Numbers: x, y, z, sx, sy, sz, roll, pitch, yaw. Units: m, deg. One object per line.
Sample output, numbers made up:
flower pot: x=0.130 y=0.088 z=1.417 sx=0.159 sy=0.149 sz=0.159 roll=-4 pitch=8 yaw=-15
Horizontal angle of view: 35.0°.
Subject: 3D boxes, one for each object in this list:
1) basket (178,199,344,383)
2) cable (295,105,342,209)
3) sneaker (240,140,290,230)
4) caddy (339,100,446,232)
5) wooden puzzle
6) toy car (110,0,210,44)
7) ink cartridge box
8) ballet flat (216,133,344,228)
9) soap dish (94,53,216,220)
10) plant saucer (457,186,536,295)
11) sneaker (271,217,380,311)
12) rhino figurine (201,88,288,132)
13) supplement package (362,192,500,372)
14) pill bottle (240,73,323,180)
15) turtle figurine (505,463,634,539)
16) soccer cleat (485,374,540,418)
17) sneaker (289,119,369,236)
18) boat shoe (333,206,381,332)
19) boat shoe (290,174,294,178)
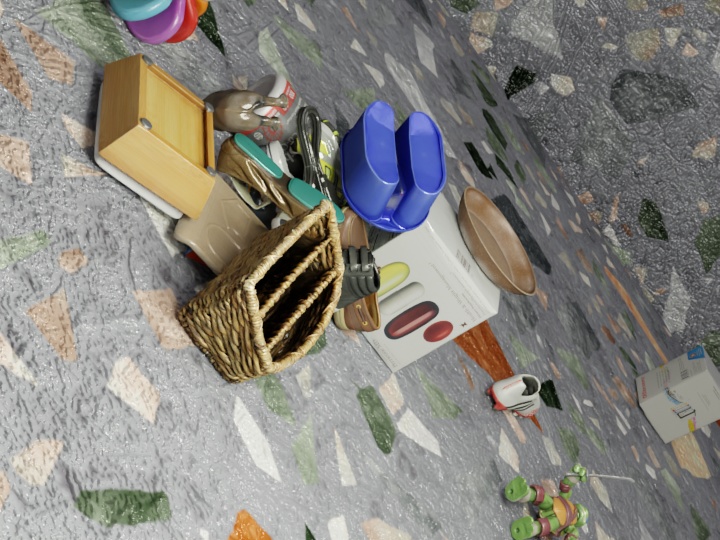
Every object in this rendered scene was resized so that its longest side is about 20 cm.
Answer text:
basket: x=-0.091 y=0.036 z=1.386 sx=0.143 sy=0.149 sz=0.200 roll=55 pitch=43 yaw=-12
cable: x=-0.074 y=-0.134 z=1.656 sx=0.097 sy=0.050 sz=0.201 roll=-29 pitch=104 yaw=-45
sneaker: x=-0.126 y=-0.083 z=1.648 sx=0.078 sy=0.079 sz=0.201 roll=-90 pitch=164 yaw=-76
caddy: x=0.043 y=-0.149 z=1.666 sx=0.141 sy=0.105 sz=0.201 roll=12 pitch=52 yaw=-19
wooden puzzle: x=-0.164 y=-0.020 z=1.524 sx=0.200 sy=0.046 sz=0.185 roll=44 pitch=25 yaw=-20
toy car: x=-0.290 y=-0.402 z=1.642 sx=0.200 sy=0.174 sz=0.151 roll=-22 pitch=117 yaw=-68
ink cartridge box: x=0.844 y=0.325 z=2.981 sx=0.145 sy=0.200 sz=0.147 roll=54 pitch=22 yaw=-14
ballet flat: x=-0.117 y=-0.106 z=1.576 sx=0.200 sy=0.072 sz=0.068 roll=36 pitch=26 yaw=-9
soap dish: x=-0.258 y=-0.176 z=1.458 sx=0.157 sy=0.081 sz=0.200 roll=37 pitch=27 yaw=-34
plant saucer: x=0.210 y=-0.040 z=1.809 sx=0.200 sy=0.037 sz=0.201 roll=46 pitch=25 yaw=-29
sneaker: x=-0.041 y=-0.022 z=1.570 sx=0.200 sy=0.099 sz=0.071 roll=50 pitch=27 yaw=-44
rhino figurine: x=-0.187 y=-0.224 z=1.597 sx=0.087 sy=0.200 sz=0.060 roll=-6 pitch=99 yaw=-34
supplement package: x=0.085 y=0.013 z=1.792 sx=0.191 sy=0.200 sz=0.147 roll=51 pitch=23 yaw=-14
pill bottle: x=-0.103 y=-0.201 z=1.786 sx=0.200 sy=0.116 sz=0.116 roll=45 pitch=25 yaw=-29
turtle figurine: x=0.348 y=0.395 z=1.886 sx=0.193 sy=0.144 sz=0.200 roll=12 pitch=4 yaw=-37
soccer cleat: x=0.306 y=0.229 z=2.126 sx=0.200 sy=0.085 sz=0.069 roll=18 pitch=45 yaw=-58
sneaker: x=-0.046 y=-0.126 z=1.736 sx=0.201 sy=0.076 sz=0.075 roll=67 pitch=-10 yaw=-15
boat shoe: x=0.000 y=0.001 z=1.674 sx=0.072 sy=0.067 sz=0.201 roll=-41 pitch=135 yaw=-51
boat shoe: x=-0.096 y=-0.088 z=1.725 sx=0.200 sy=0.072 sz=0.066 roll=40 pitch=-4 yaw=-12
